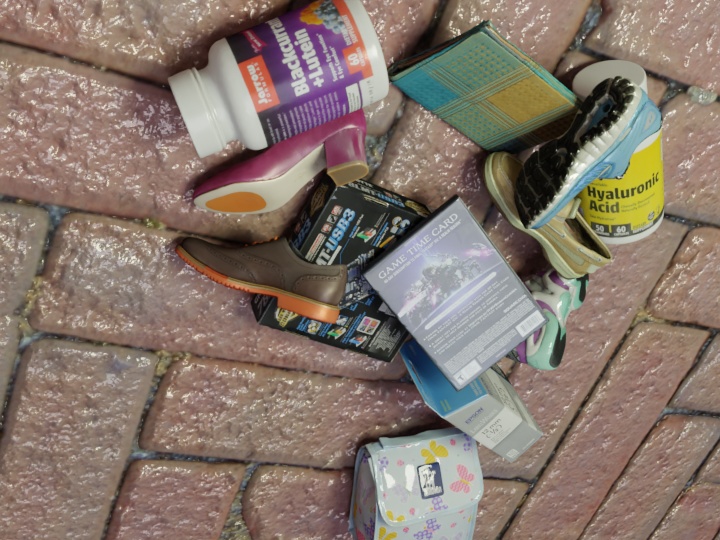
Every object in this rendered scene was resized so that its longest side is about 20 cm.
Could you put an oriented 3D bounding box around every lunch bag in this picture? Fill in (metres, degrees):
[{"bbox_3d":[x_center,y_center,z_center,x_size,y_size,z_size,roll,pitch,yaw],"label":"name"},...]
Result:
[{"bbox_3d":[0.079,0.322,1.346,0.167,0.127,0.202,-5,120,-21],"label":"lunch bag"}]

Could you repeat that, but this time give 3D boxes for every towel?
[{"bbox_3d":[0.143,-0.190,1.015,0.199,0.022,0.146,26,152,-36],"label":"towel"}]

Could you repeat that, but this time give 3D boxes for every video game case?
[{"bbox_3d":[0.113,0.030,1.098,0.142,0.019,0.200,-38,111,5],"label":"video game case"}]

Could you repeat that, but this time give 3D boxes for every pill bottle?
[{"bbox_3d":[0.300,-0.140,1.107,0.110,0.112,0.202,-22,129,-5],"label":"pill bottle"},{"bbox_3d":[-0.081,-0.186,0.915,0.198,0.112,0.112,-23,130,-5],"label":"pill bottle"}]

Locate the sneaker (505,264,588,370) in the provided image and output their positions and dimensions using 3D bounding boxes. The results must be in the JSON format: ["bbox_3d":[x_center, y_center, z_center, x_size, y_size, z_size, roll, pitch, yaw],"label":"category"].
[{"bbox_3d":[0.211,0.031,1.212,0.138,0.201,0.078,8,137,28],"label":"sneaker"}]

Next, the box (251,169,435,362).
[{"bbox_3d":[0.000,0.000,1.115,0.197,0.050,0.201,18,114,-30],"label":"box"}]

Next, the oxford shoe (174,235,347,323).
[{"bbox_3d":[-0.108,-0.007,1.031,0.198,0.071,0.073,20,92,7],"label":"oxford shoe"}]

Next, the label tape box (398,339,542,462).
[{"bbox_3d":[0.137,0.148,1.227,0.066,0.144,0.200,-42,129,12],"label":"label tape box"}]

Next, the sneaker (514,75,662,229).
[{"bbox_3d":[0.248,-0.110,1.012,0.089,0.079,0.200,20,130,-30],"label":"sneaker"}]

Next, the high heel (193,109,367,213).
[{"bbox_3d":[-0.088,-0.126,1.003,0.198,0.097,0.067,-16,153,16],"label":"high heel"}]

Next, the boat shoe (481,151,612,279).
[{"bbox_3d":[0.227,-0.073,1.107,0.200,0.072,0.076,41,145,-25],"label":"boat shoe"}]
